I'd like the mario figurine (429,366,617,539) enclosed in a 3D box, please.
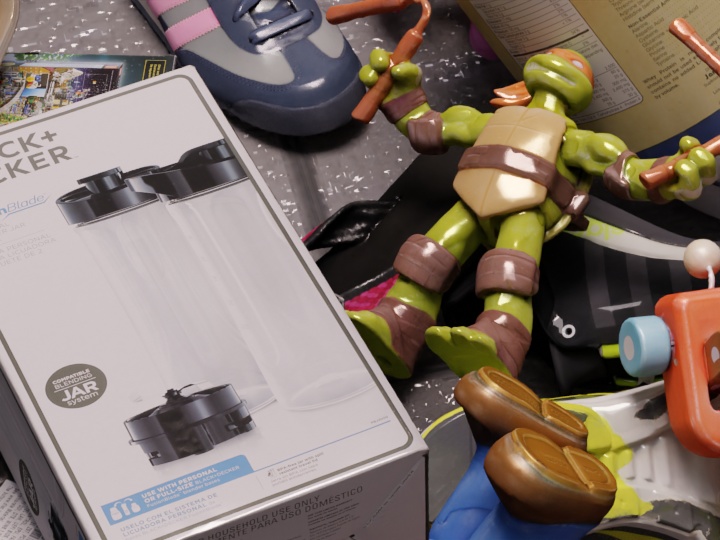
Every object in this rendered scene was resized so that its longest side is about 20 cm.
[{"bbox_3d":[0.001,0.130,1.035,0.106,0.201,0.123,34,14,14],"label":"mario figurine"}]

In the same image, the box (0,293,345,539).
[{"bbox_3d":[-0.085,0.114,1.063,0.086,0.164,0.200,21,50,20],"label":"box"}]

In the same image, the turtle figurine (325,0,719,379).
[{"bbox_3d":[0.050,-0.032,1.169,0.199,0.065,0.162,17,65,26],"label":"turtle figurine"}]

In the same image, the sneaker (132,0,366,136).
[{"bbox_3d":[-0.067,-0.142,1.355,0.070,0.082,0.200,-28,52,-23],"label":"sneaker"}]

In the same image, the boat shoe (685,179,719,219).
[{"bbox_3d":[0.232,-0.066,1.286,0.199,0.066,0.074,-5,48,-2],"label":"boat shoe"}]

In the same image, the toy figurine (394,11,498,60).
[{"bbox_3d":[0.091,-0.163,1.367,0.183,0.150,0.201,-26,75,-4],"label":"toy figurine"}]

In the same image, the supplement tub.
[{"bbox_3d":[0.106,-0.146,1.233,0.144,0.200,0.145,-34,19,14],"label":"supplement tub"}]

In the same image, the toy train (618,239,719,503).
[{"bbox_3d":[0.201,0.060,1.115,0.199,0.056,0.151,-1,85,-19],"label":"toy train"}]

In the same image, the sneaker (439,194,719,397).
[{"bbox_3d":[0.115,0.030,1.206,0.199,0.072,0.083,20,57,33],"label":"sneaker"}]

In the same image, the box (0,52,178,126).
[{"bbox_3d":[-0.155,-0.013,1.268,0.136,0.038,0.201,2,47,4],"label":"box"}]

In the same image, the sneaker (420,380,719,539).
[{"bbox_3d":[0.101,0.075,1.154,0.199,0.085,0.075,4,86,-21],"label":"sneaker"}]

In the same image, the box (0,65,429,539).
[{"bbox_3d":[-0.069,0.029,0.989,0.116,0.060,0.200,-18,49,-15],"label":"box"}]

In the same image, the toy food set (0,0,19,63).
[{"bbox_3d":[-0.241,-0.064,1.261,0.143,0.061,0.201,-6,47,30],"label":"toy food set"}]

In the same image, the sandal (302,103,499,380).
[{"bbox_3d":[0.000,0.000,1.211,0.075,0.045,0.200,32,76,39],"label":"sandal"}]
